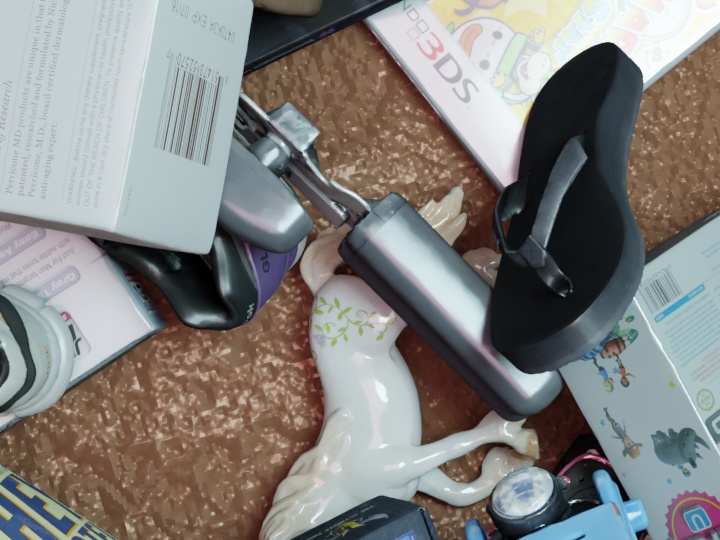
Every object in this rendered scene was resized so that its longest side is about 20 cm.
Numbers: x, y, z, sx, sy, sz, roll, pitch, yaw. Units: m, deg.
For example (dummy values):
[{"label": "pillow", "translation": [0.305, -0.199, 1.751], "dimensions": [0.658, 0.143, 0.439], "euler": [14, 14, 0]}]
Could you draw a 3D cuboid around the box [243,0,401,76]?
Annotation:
[{"label": "box", "translation": [-0.067, -0.194, 1.100], "dimensions": [0.143, 0.036, 0.201], "euler": [-24, 91, 16]}]

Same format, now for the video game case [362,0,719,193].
[{"label": "video game case", "translation": [0.090, -0.166, 1.121], "dimensions": [0.200, 0.023, 0.182], "euler": [-39, 89, 0]}]

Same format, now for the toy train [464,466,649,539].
[{"label": "toy train", "translation": [0.102, 0.175, 0.995], "dimensions": [0.086, 0.114, 0.200], "euler": [-21, 124, 4]}]

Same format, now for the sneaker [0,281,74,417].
[{"label": "sneaker", "translation": [-0.226, 0.015, 1.036], "dimensions": [0.199, 0.080, 0.074], "euler": [13, 94, 5]}]

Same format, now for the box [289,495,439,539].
[{"label": "box", "translation": [-0.037, 0.208, 0.992], "dimensions": [0.200, 0.051, 0.158], "euler": [-24, 101, -20]}]

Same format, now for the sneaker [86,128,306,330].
[{"label": "sneaker", "translation": [-0.107, -0.059, 1.064], "dimensions": [0.200, 0.088, 0.076], "euler": [46, 121, -9]}]

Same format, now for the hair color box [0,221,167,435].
[{"label": "hair color box", "translation": [-0.186, -0.031, 1.103], "dimensions": [0.099, 0.061, 0.200], "euler": [-33, 89, 1]}]

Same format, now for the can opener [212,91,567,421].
[{"label": "can opener", "translation": [0.000, 0.000, 1.046], "dimensions": [0.200, 0.053, 0.067], "euler": [45, 78, 1]}]

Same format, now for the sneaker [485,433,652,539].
[{"label": "sneaker", "translation": [0.093, 0.126, 1.097], "dimensions": [0.199, 0.079, 0.096], "euler": [-8, 83, -7]}]

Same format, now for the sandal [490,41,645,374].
[{"label": "sandal", "translation": [0.082, -0.031, 1.026], "dimensions": [0.076, 0.200, 0.043], "euler": [-35, 119, 31]}]

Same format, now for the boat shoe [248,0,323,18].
[{"label": "boat shoe", "translation": [-0.105, -0.174, 1.060], "dimensions": [0.202, 0.075, 0.075], "euler": [16, 98, 3]}]

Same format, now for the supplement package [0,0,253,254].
[{"label": "supplement package", "translation": [-0.163, -0.082, 0.992], "dimensions": [0.199, 0.117, 0.118], "euler": [10, 89, 16]}]

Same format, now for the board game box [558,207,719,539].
[{"label": "board game box", "translation": [0.183, 0.077, 1.055], "dimensions": [0.064, 0.147, 0.200], "euler": [-31, 88, 44]}]

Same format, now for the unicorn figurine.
[{"label": "unicorn figurine", "translation": [0.013, 0.070, 1.101], "dimensions": [0.137, 0.074, 0.201], "euler": [-8, 73, 1]}]

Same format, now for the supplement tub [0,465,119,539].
[{"label": "supplement tub", "translation": [-0.193, 0.152, 1.058], "dimensions": [0.200, 0.145, 0.145], "euler": [32, 90, 0]}]
